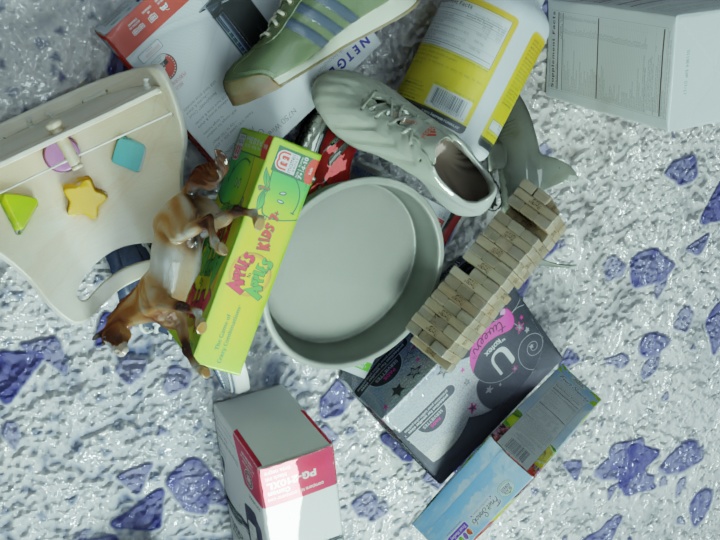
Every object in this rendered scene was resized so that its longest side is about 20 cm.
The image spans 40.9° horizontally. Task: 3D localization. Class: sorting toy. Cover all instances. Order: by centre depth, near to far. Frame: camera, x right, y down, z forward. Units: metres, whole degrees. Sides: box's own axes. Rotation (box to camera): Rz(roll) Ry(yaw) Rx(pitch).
[{"bbox_3d":[-0.232,-0.054,0.828,0.199,0.107,0.181,-29,113,-16],"label":"sorting toy"}]

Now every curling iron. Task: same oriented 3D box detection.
[{"bbox_3d":[0.091,-0.025,1.071,0.050,0.026,0.200,39,88,-30],"label":"curling iron"}]

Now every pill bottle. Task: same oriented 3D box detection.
[{"bbox_3d":[0.119,-0.220,0.964,0.112,0.112,0.201,24,96,-33],"label":"pill bottle"}]

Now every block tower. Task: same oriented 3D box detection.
[{"bbox_3d":[0.127,0.007,0.972,0.200,0.054,0.058,-52,154,3],"label":"block tower"}]

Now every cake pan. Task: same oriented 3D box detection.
[{"bbox_3d":[-0.011,0.000,0.937,0.199,0.037,0.201,-14,120,-25],"label":"cake pan"}]

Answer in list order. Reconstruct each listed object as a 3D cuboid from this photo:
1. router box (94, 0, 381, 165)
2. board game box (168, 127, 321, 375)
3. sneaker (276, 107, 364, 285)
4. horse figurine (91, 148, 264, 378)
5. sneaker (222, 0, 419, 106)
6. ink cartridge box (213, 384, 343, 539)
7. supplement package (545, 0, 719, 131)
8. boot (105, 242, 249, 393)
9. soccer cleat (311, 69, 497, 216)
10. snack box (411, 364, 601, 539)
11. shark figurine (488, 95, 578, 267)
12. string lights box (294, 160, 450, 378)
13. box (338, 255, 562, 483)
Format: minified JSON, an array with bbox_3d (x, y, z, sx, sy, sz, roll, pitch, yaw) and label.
[{"bbox_3d":[-0.106,-0.214,0.882,0.200,0.049,0.180,-45,123,-7],"label":"router box"},{"bbox_3d":[-0.105,-0.020,0.852,0.047,0.102,0.201,19,94,-26],"label":"board game box"},{"bbox_3d":[-0.041,-0.065,0.943,0.084,0.077,0.201,21,98,-11],"label":"sneaker"},{"bbox_3d":[-0.147,-0.006,0.803,0.050,0.132,0.201,12,100,-43],"label":"horse figurine"},{"bbox_3d":[-0.048,-0.230,0.845,0.200,0.067,0.090,-33,113,-15],"label":"sneaker"},{"bbox_3d":[-0.083,0.245,1.006,0.084,0.145,0.201,-14,114,-21],"label":"ink cartridge box"},{"bbox_3d":[0.295,-0.226,1.005,0.109,0.200,0.114,-13,115,-23],"label":"supplement package"},{"bbox_3d":[-0.177,0.042,0.934,0.090,0.073,0.201,-22,109,-12],"label":"boot"},{"bbox_3d":[0.044,-0.123,0.888,0.200,0.078,0.069,36,79,-6],"label":"soccer cleat"},{"bbox_3d":[0.167,0.213,1.086,0.200,0.068,0.169,-31,159,-52],"label":"snack box"},{"bbox_3d":[0.192,-0.080,1.038,0.089,0.128,0.216,-6,112,19],"label":"shark figurine"},{"bbox_3d":[0.000,0.000,1.012,0.102,0.059,0.201,24,96,-33],"label":"string lights box"},{"bbox_3d":[0.101,0.107,1.073,0.200,0.115,0.132,-44,123,-8],"label":"box"}]
